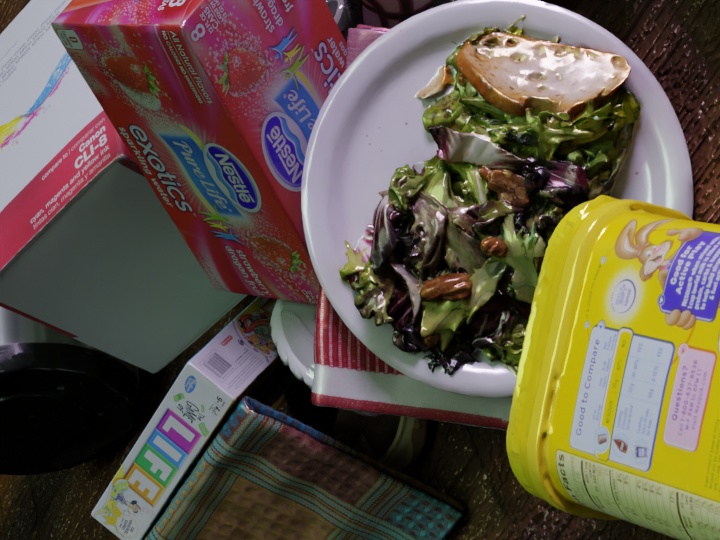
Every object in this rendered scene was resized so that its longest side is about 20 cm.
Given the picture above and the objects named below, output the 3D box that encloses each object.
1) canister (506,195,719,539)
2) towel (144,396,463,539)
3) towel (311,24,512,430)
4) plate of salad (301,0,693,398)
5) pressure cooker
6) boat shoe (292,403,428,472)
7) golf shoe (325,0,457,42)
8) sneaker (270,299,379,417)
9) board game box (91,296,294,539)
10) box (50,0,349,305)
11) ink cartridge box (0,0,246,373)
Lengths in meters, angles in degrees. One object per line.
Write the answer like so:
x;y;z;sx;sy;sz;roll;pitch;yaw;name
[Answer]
0.162;0.052;0.816;0.200;0.086;0.149;13;91;58;canister
-0.050;0.172;1.077;0.200;0.146;0.022;-56;15;32;towel
0.052;-0.020;0.974;0.023;0.143;0.201;-10;-73;-81;towel
0.064;-0.036;0.935;0.048;0.199;0.201;-13;-61;-77;plate of salad
-0.260;0.036;1.445;0.175;0.178;0.201;-29;53;28;pressure cooker
-0.039;0.118;1.140;0.200;0.072;0.072;-40;47;47;boat shoe
0.024;-0.161;1.013;0.200;0.088;0.078;128;149;-60;golf shoe
0.000;0.000;1.073;0.082;0.074;0.200;-53;20;31;sneaker
-0.072;0.066;1.129;0.135;0.034;0.200;-55;-6;34;board game box
-0.061;-0.084;1.006;0.099;0.200;0.096;8;49;39;box
-0.149;-0.072;1.182;0.145;0.145;0.201;-41;43;27;ink cartridge box
